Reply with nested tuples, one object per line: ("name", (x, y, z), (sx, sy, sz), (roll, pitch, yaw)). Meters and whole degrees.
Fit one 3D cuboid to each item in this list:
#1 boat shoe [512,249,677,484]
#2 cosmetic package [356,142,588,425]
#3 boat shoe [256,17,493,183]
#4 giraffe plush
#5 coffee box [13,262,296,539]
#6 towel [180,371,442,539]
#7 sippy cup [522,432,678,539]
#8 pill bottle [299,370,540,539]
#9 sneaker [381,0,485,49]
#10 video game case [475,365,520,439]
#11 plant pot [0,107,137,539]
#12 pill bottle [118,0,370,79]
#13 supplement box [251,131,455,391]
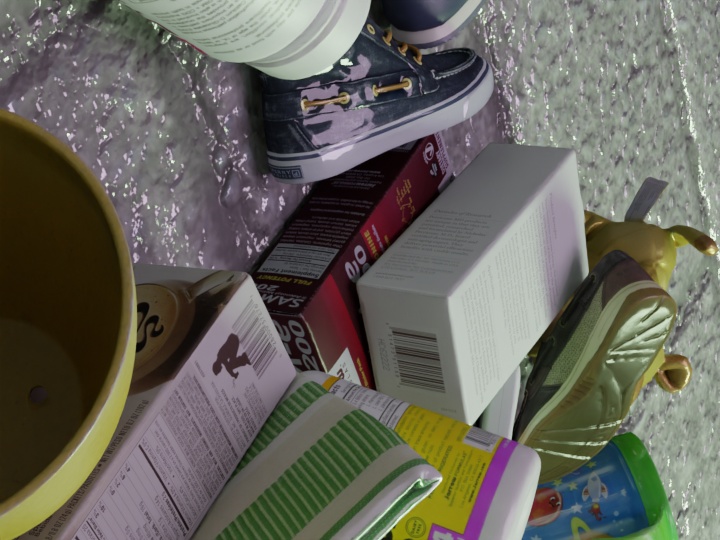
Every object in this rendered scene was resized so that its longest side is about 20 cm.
("boat shoe", (0.157, 0.071, 1.217), (0.071, 0.066, 0.202), (3, 133, -27))
("cosmetic package", (0.080, 0.004, 1.141), (0.200, 0.071, 0.102), (-45, 134, -46))
("boat shoe", (0.013, -0.132, 1.113), (0.199, 0.070, 0.092), (-29, 118, -40))
("giraffe plush", (0.187, 0.043, 1.355), (0.199, 0.172, 0.163), (-34, 135, -31))
("coffee box", (-0.135, 0.093, 0.888), (0.201, 0.112, 0.080), (-57, 137, -36))
("towel", (-0.062, 0.120, 0.894), (0.152, 0.199, 0.023), (-43, 121, -16))
("sippy cup", (0.171, 0.210, 1.345), (0.178, 0.129, 0.141), (82, -7, -57))
("pill bottle", (0.000, 0.124, 1.012), (0.104, 0.198, 0.105), (19, 90, -78))
("sneaker", (0.073, -0.247, 1.210), (0.201, 0.070, 0.082), (-60, 143, -36))
("video game case", (0.088, 0.181, 1.241), (0.182, 0.023, 0.202), (86, 12, -76))
("plant pot", (-0.186, 0.046, 0.761), (0.142, 0.198, 0.202), (80, 27, -66))
("pill bottle", (-0.083, -0.183, 0.935), (0.199, 0.112, 0.115), (26, 72, -55))
("supplement box", (0.000, 0.000, 1.135), (0.201, 0.060, 0.110), (-55, 138, -37))
